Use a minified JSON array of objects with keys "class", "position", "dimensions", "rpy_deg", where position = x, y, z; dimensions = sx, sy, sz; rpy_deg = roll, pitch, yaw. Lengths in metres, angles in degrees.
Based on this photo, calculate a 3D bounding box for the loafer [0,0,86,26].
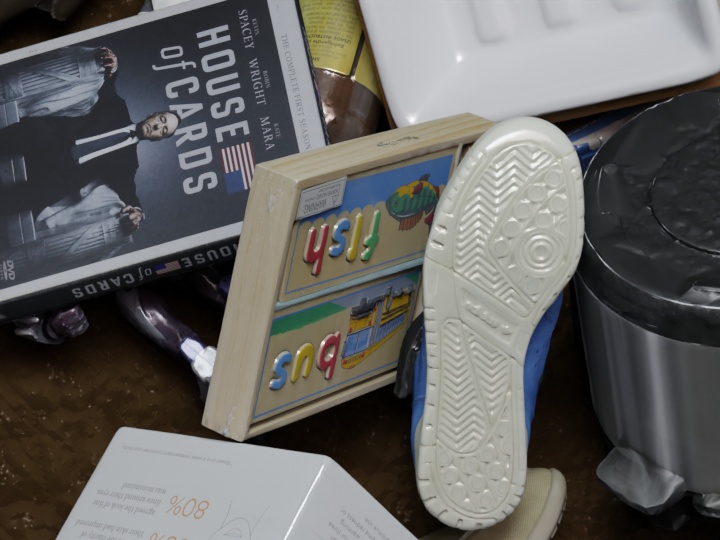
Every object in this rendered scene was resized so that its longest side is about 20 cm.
[{"class":"loafer","position":[-0.164,-0.176,1.361],"dimensions":[0.200,0.071,0.073],"rpy_deg":[-26,38,-4]}]

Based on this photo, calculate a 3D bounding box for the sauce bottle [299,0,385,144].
[{"class":"sauce bottle","position":[-0.017,-0.100,1.357],"dimensions":[0.065,0.065,0.200],"rpy_deg":[18,67,-1]}]

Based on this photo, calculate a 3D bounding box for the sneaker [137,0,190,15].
[{"class":"sneaker","position":[-0.073,-0.164,1.374],"dimensions":[0.080,0.076,0.200],"rpy_deg":[17,65,9]}]

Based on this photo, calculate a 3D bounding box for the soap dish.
[{"class":"soap dish","position":[0.095,-0.158,1.306],"dimensions":[0.200,0.081,0.158],"rpy_deg":[-11,103,23]}]

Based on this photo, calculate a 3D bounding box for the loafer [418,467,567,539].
[{"class":"loafer","position":[0.025,0.161,1.254],"dimensions":[0.068,0.076,0.200],"rpy_deg":[43,70,3]}]

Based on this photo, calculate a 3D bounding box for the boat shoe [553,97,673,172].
[{"class":"boat shoe","position":[0.131,-0.081,1.374],"dimensions":[0.200,0.072,0.072],"rpy_deg":[-28,55,-11]}]

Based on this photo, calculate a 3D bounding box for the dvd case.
[{"class":"dvd case","position":[-0.117,-0.061,1.287],"dimensions":[0.200,0.025,0.151],"rpy_deg":[-16,59,5]}]

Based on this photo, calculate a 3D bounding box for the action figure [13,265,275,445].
[{"class":"action figure","position":[-0.109,0.002,1.301],"dimensions":[0.200,0.069,0.130],"rpy_deg":[33,79,12]}]

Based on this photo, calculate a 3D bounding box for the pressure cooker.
[{"class":"pressure cooker","position":[0.195,0.031,1.272],"dimensions":[0.176,0.200,0.179],"rpy_deg":[-8,44,6]}]

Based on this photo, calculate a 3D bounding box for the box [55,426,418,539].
[{"class":"box","position":[-0.080,0.188,1.172],"dimensions":[0.106,0.152,0.200],"rpy_deg":[46,62,-37]}]

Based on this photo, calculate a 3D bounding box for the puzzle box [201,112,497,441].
[{"class":"puzzle box","position":[0.000,0.000,1.234],"dimensions":[0.025,0.133,0.200],"rpy_deg":[23,22,27]}]

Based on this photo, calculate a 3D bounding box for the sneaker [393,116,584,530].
[{"class":"sneaker","position":[0.061,0.015,1.232],"dimensions":[0.077,0.111,0.200],"rpy_deg":[5,105,-4]}]
